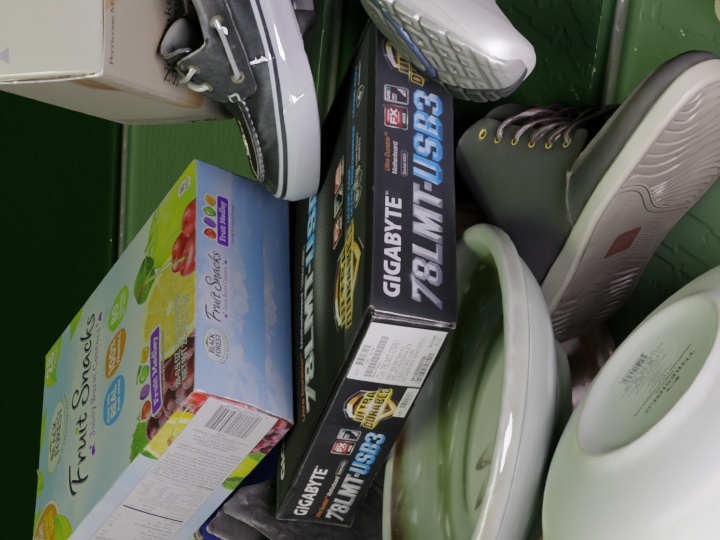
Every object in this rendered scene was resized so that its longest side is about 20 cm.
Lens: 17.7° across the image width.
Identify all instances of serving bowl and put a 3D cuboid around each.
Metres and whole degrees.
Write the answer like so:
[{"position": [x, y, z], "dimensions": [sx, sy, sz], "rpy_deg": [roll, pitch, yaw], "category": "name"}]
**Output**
[{"position": [0.143, 0.063, 0.974], "dimensions": [0.066, 0.200, 0.200], "rpy_deg": [39, 151, -16], "category": "serving bowl"}]

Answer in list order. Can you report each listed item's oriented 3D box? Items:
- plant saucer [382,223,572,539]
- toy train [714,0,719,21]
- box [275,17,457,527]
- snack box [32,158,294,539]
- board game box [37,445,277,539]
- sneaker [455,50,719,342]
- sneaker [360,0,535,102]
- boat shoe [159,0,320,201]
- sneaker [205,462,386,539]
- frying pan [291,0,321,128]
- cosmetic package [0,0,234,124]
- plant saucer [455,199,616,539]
[{"position": [0.060, 0.079, 1.100], "dimensions": [0.200, 0.050, 0.200], "rpy_deg": [-170, 90, -77], "category": "plant saucer"}, {"position": [0.200, -0.111, 0.940], "dimensions": [0.150, 0.056, 0.200], "rpy_deg": [-41, 69, 55], "category": "toy train"}, {"position": [0.000, 0.000, 1.210], "dimensions": [0.199, 0.050, 0.200], "rpy_deg": [118, 158, -51], "category": "box"}, {"position": [-0.113, 0.066, 1.300], "dimensions": [0.200, 0.068, 0.169], "rpy_deg": [-51, 30, 39], "category": "snack box"}, {"position": [-0.107, 0.169, 1.492], "dimensions": [0.200, 0.097, 0.160], "rpy_deg": [-29, 79, 57], "category": "board game box"}, {"position": [0.102, -0.059, 1.095], "dimensions": [0.106, 0.075, 0.200], "rpy_deg": [59, 146, 23], "category": "sneaker"}, {"position": [0.028, -0.159, 1.144], "dimensions": [0.200, 0.087, 0.075], "rpy_deg": [49, 175, 37], "category": "sneaker"}, {"position": [-0.072, -0.123, 1.202], "dimensions": [0.072, 0.071, 0.200], "rpy_deg": [-132, 25, -63], "category": "boat shoe"}, {"position": [0.017, 0.183, 1.267], "dimensions": [0.200, 0.104, 0.060], "rpy_deg": [52, 149, 6], "category": "sneaker"}, {"position": [-0.038, -0.170, 1.270], "dimensions": [0.115, 0.031, 0.190], "rpy_deg": [105, 147, -45], "category": "frying pan"}, {"position": [-0.132, -0.138, 1.237], "dimensions": [0.071, 0.200, 0.105], "rpy_deg": [-2, 88, 16], "category": "cosmetic package"}, {"position": [0.069, 0.062, 1.242], "dimensions": [0.200, 0.029, 0.200], "rpy_deg": [28, 125, 48], "category": "plant saucer"}]
